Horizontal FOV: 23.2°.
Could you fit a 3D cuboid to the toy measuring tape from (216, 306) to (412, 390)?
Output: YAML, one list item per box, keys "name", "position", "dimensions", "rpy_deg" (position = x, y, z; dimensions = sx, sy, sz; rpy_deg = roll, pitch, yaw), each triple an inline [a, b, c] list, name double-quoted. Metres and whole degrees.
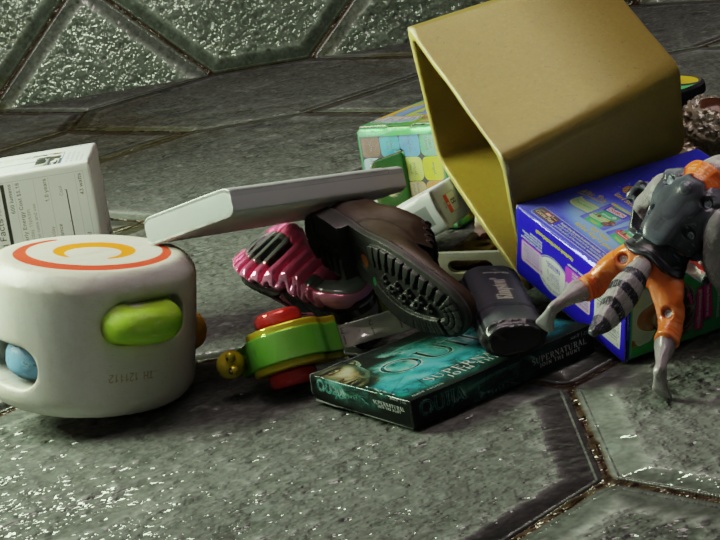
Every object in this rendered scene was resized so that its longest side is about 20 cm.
- name: "toy measuring tape"
  position: [-0.027, 0.056, 1.493]
  dimensions: [0.199, 0.074, 0.074]
  rpy_deg: [-15, 15, -2]

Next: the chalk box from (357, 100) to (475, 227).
- name: "chalk box"
  position: [0.084, -0.120, 2.013]
  dimensions: [0.123, 0.125, 0.200]
  rpy_deg: [1, 19, 36]

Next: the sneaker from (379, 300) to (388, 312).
- name: "sneaker"
  position: [0.000, 0.000, 1.689]
  dimensions: [0.200, 0.081, 0.074]
  rpy_deg: [3, 19, 41]

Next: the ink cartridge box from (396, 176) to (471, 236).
- name: "ink cartridge box"
  position: [0.069, -0.064, 1.817]
  dimensions: [0.162, 0.050, 0.200]
  rpy_deg: [-29, 7, 37]

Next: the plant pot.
- name: "plant pot"
  position: [0.185, -0.144, 1.619]
  dimensions: [0.200, 0.194, 0.196]
  rpy_deg: [-27, 52, -7]

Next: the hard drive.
- name: "hard drive"
  position: [-0.075, -0.059, 1.565]
  dimensions: [0.200, 0.026, 0.132]
  rpy_deg: [-10, -4, -41]

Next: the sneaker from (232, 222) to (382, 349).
- name: "sneaker"
  position: [-0.044, 0.020, 1.622]
  dimensions: [0.079, 0.096, 0.200]
  rpy_deg: [-41, 35, -18]

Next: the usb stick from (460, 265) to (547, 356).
- name: "usb stick"
  position: [0.118, 0.031, 1.479]
  dimensions: [0.055, 0.033, 0.200]
  rpy_deg: [-10, 14, 0]

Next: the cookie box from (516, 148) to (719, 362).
- name: "cookie box"
  position: [0.262, -0.017, 1.510]
  dimensions: [0.199, 0.075, 0.171]
  rpy_deg: [-17, 35, -23]

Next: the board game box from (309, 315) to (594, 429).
- name: "board game box"
  position: [0.076, 0.077, 1.454]
  dimensions: [0.200, 0.028, 0.135]
  rpy_deg: [-19, 18, -35]

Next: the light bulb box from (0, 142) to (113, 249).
- name: "light bulb box"
  position: [-0.339, -0.006, 1.697]
  dimensions: [0.199, 0.199, 0.125]
  rpy_deg: [-9, 12, -3]

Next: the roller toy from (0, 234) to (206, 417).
- name: "roller toy"
  position: [-0.234, 0.051, 1.532]
  dimensions: [0.182, 0.140, 0.200]
  rpy_deg: [3, 13, 4]

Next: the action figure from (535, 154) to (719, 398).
- name: "action figure"
  position: [0.254, -0.003, 1.335]
  dimensions: [0.200, 0.105, 0.194]
  rpy_deg: [27, 79, 34]

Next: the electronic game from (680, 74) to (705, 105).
- name: "electronic game"
  position: [0.270, -0.185, 1.884]
  dimensions: [0.199, 0.042, 0.200]
  rpy_deg: [-8, 13, 2]

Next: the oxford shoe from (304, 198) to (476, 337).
- name: "oxford shoe"
  position: [0.041, -0.013, 1.489]
  dimensions: [0.084, 0.073, 0.200]
  rpy_deg: [-26, 43, -26]

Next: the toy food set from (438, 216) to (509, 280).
- name: "toy food set"
  position: [0.147, -0.040, 1.787]
  dimensions: [0.143, 0.061, 0.200]
  rpy_deg: [-2, 16, 28]

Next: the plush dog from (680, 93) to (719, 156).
- name: "plush dog"
  position: [0.280, -0.068, 1.713]
  dimensions: [0.199, 0.161, 0.172]
  rpy_deg: [1, 37, 26]
